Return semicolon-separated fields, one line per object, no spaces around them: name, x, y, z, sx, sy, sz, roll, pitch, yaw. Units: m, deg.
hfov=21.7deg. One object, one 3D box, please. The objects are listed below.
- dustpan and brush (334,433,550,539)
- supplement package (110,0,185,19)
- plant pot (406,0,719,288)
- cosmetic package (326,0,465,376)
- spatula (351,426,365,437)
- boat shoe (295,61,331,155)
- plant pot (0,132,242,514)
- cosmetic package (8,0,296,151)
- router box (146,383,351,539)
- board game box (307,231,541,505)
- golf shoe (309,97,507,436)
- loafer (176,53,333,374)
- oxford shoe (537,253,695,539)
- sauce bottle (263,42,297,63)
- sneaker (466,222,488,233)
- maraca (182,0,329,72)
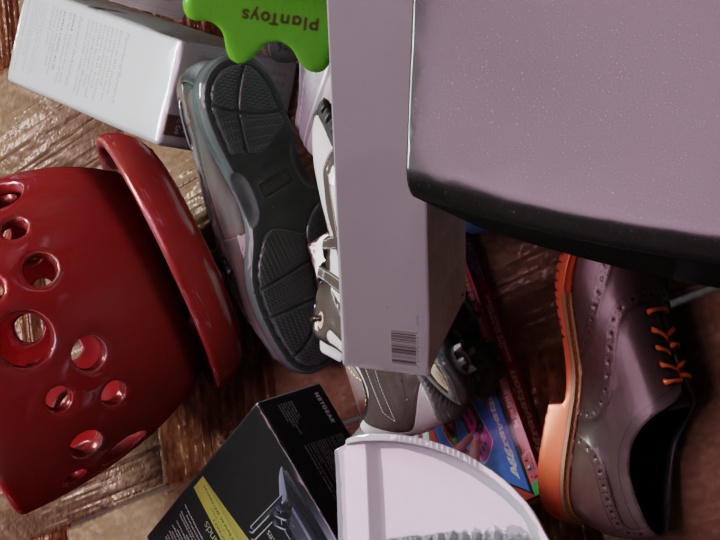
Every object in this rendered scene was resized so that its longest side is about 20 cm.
dustpan and brush;0.074;0.151;0.949;0.198;0.057;0.141;-4;85;18
supplement package;-0.118;-0.270;1.126;0.200;0.116;0.118;-47;45;37
plant pot;0.123;-0.093;0.840;0.175;0.200;0.202;1;86;19
cosmetic package;0.019;-0.058;0.911;0.050;0.083;0.202;7;118;17
spatula;-0.005;0.112;1.125;0.056;0.020;0.201;40;107;40
boat shoe;-0.018;-0.168;1.116;0.068;0.072;0.202;16;113;10
plant pot;-0.182;0.028;1.189;0.202;0.181;0.201;61;168;22
cosmetic package;-0.142;-0.133;1.257;0.199;0.101;0.075;22;102;46
router box;-0.029;0.193;1.082;0.201;0.052;0.157;59;135;18
board game box;0.038;0.052;1.073;0.103;0.019;0.202;-32;66;32
golf shoe;0.000;0.000;1.049;0.094;0.077;0.202;-34;63;27
loafer;-0.061;-0.036;1.152;0.063;0.071;0.202;6;116;58
oxford shoe;0.142;0.036;0.948;0.072;0.071;0.203;16;107;44
sauce bottle;-0.082;-0.217;1.225;0.066;0.066;0.201;-53;48;30
sneaker;0.067;-0.116;1.060;0.078;0.066;0.202;-17;65;19
maraca;-0.036;-0.205;1.033;0.107;0.135;0.202;-81;-1;-60
